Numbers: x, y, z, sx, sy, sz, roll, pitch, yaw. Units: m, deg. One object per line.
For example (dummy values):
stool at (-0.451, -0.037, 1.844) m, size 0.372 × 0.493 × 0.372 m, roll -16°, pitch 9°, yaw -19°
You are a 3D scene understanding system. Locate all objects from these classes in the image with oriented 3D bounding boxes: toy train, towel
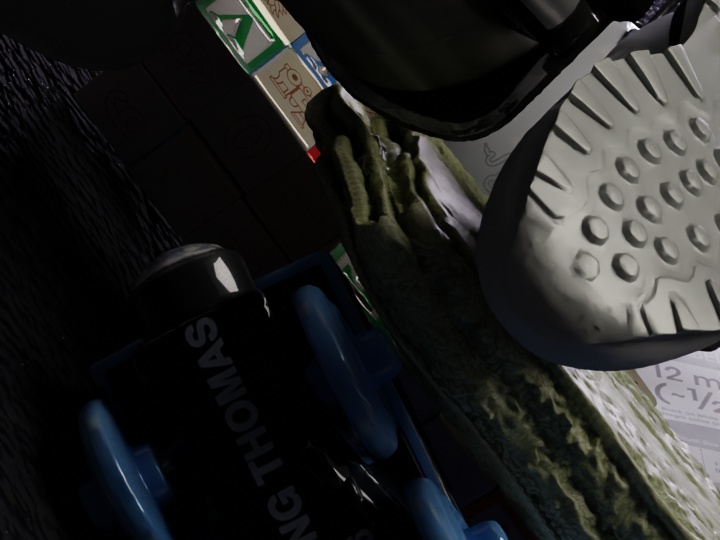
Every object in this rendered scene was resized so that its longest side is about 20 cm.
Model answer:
toy train at (0.001, 0.087, 0.670) m, size 0.200 × 0.087 × 0.114 m, roll 63°, pitch 4°, yaw 9°
towel at (0.054, 0.039, 0.745) m, size 0.200 × 0.036 × 0.148 m, roll 50°, pitch 9°, yaw -16°

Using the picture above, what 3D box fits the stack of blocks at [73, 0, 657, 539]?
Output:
stack of blocks at (0.000, 0.000, 0.861) m, size 0.200 × 0.059 × 0.115 m, roll 54°, pitch 32°, yaw -6°

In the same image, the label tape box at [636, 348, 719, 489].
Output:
label tape box at (0.155, 0.068, 1.025) m, size 0.143 × 0.066 × 0.200 m, roll 14°, pitch 30°, yaw -9°

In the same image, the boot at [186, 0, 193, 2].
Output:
boot at (-0.072, -0.165, 0.775) m, size 0.200 × 0.146 × 0.070 m, roll 54°, pitch 3°, yaw -30°

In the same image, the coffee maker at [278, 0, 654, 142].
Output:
coffee maker at (0.009, -0.164, 0.691) m, size 0.135 × 0.192 × 0.200 m, roll 14°, pitch -20°, yaw 39°

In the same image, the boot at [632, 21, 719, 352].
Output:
boot at (0.053, -0.049, 0.961) m, size 0.200 × 0.077 × 0.138 m, roll 51°, pitch -20°, yaw 0°

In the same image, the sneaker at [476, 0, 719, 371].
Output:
sneaker at (0.066, -0.014, 0.689) m, size 0.076 × 0.080 × 0.200 m, roll 55°, pitch 28°, yaw -3°

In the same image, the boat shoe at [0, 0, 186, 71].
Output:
boat shoe at (-0.107, -0.099, 0.686) m, size 0.200 × 0.075 × 0.068 m, roll 40°, pitch 29°, yaw -48°

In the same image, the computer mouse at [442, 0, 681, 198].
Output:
computer mouse at (0.078, -0.059, 0.859) m, size 0.110 × 0.044 × 0.200 m, roll 44°, pitch 54°, yaw -3°
